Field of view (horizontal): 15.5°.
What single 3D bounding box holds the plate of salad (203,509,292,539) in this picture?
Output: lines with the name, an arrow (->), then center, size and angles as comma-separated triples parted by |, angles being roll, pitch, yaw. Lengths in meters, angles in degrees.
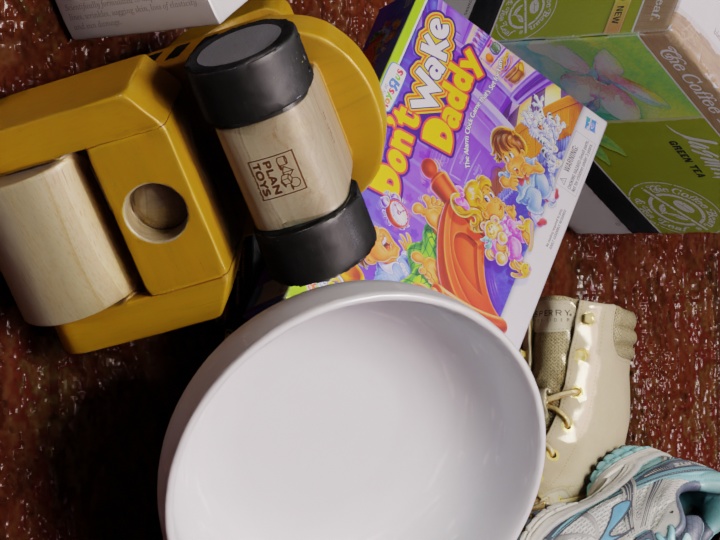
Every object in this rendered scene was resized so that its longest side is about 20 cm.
plate of salad -> -0.066, 0.212, 1.381 | 0.199, 0.048, 0.201 | -18, 119, -35

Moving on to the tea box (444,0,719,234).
tea box -> 0.171, -0.129, 1.551 | 0.200, 0.196, 0.134 | 43, 59, -38

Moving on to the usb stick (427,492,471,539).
usb stick -> 0.045, 0.168, 1.450 | 0.056, 0.032, 0.200 | -56, 166, -32

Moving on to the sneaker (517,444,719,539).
sneaker -> 0.150, 0.160, 1.497 | 0.200, 0.086, 0.078 | -43, 128, -47

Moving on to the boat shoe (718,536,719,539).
boat shoe -> 0.247, 0.244, 1.726 | 0.066, 0.074, 0.201 | 18, 76, -52

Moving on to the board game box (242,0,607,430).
board game box -> 0.037, -0.028, 1.392 | 0.134, 0.045, 0.201 | 34, 62, -21

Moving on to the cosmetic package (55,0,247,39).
cosmetic package -> -0.067, -0.201, 1.349 | 0.200, 0.112, 0.081 | -45, 121, -37

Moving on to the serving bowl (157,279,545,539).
serving bowl -> -0.012, 0.089, 1.301 | 0.199, 0.066, 0.201 | -10, 119, -19

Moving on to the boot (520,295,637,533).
boot -> 0.105, 0.093, 1.563 | 0.200, 0.072, 0.156 | 1, 92, -53

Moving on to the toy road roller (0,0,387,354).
toy road roller -> -0.084, -0.059, 1.307 | 0.146, 0.199, 0.123 | -79, 150, -63

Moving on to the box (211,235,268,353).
box -> 0.000, 0.000, 1.417 | 0.158, 0.046, 0.201 | 11, 72, -29
